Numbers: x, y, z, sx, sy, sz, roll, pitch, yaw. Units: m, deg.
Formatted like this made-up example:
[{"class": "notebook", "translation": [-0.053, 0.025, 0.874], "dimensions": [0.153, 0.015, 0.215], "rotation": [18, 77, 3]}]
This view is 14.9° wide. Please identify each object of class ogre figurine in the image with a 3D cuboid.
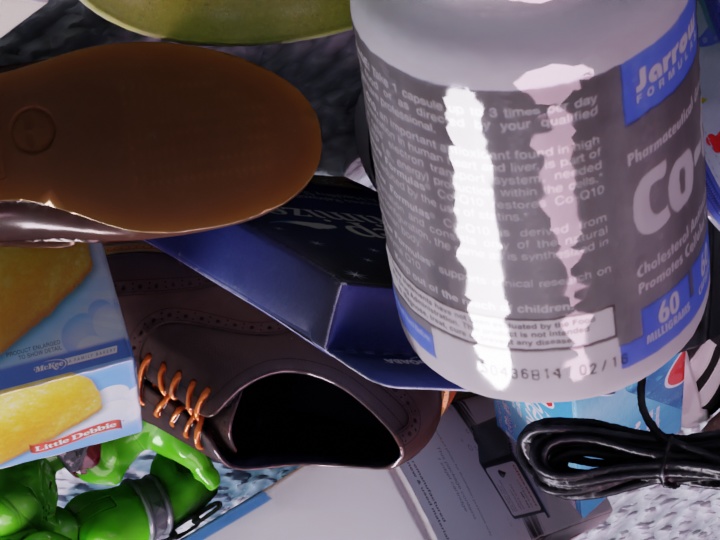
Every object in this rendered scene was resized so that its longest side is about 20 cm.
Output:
[{"class": "ogre figurine", "translation": [-0.136, 0.088, 1.237], "dimensions": [0.120, 0.098, 0.200], "rotation": [-35, 170, -5]}]

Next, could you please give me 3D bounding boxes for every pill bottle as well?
[{"class": "pill bottle", "translation": [0.057, -0.064, 0.914], "dimensions": [0.113, 0.114, 0.201], "rotation": [-15, 131, -6]}]

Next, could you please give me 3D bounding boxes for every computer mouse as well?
[{"class": "computer mouse", "translation": [0.137, -0.006, 1.079], "dimensions": [0.140, 0.201, 0.046], "rotation": [5, 162, 19]}]

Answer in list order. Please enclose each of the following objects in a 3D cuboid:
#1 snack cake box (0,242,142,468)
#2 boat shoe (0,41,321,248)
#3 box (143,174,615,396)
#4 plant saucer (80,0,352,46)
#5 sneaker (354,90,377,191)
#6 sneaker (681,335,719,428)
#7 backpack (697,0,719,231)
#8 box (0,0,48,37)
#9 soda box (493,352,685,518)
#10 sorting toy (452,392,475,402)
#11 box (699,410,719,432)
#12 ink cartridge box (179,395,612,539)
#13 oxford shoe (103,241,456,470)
[{"class": "snack cake box", "translation": [-0.193, 0.024, 1.047], "dimensions": [0.199, 0.115, 0.067], "rotation": [-15, 154, -8]}, {"class": "boat shoe", "translation": [-0.114, -0.044, 1.007], "dimensions": [0.199, 0.071, 0.070], "rotation": [0, 174, -1]}, {"class": "box", "translation": [0.000, 0.000, 1.063], "dimensions": [0.121, 0.200, 0.033], "rotation": [5, 107, -38]}, {"class": "plant saucer", "translation": [-0.013, -0.146, 0.931], "dimensions": [0.199, 0.031, 0.200], "rotation": [-15, 154, -7]}, {"class": "sneaker", "translation": [0.052, -0.049, 1.081], "dimensions": [0.070, 0.100, 0.200], "rotation": [-10, 154, -20]}, {"class": "sneaker", "translation": [0.186, 0.009, 1.302], "dimensions": [0.111, 0.073, 0.200], "rotation": [-20, 152, 6]}, {"class": "backpack", "translation": [0.195, -0.075, 1.007], "dimensions": [0.147, 0.201, 0.183], "rotation": [-35, 150, 30]}, {"class": "box", "translation": [-0.193, -0.081, 0.853], "dimensions": [0.095, 0.078, 0.200], "rotation": [5, 155, -41]}, {"class": "soda box", "translation": [0.101, 0.039, 1.227], "dimensions": [0.068, 0.064, 0.200], "rotation": [-40, 160, -10]}, {"class": "sorting toy", "translation": [0.020, 0.035, 1.274], "dimensions": [0.185, 0.037, 0.200], "rotation": [-23, 159, 10]}, {"class": "box", "translation": [0.307, 0.061, 1.319], "dimensions": [0.164, 0.166, 0.200], "rotation": [-32, 171, -49]}, {"class": "ink cartridge box", "translation": [0.014, 0.131, 1.353], "dimensions": [0.146, 0.086, 0.200], "rotation": [-32, 171, 25]}, {"class": "oxford shoe", "translation": [-0.064, 0.036, 1.094], "dimensions": [0.199, 0.073, 0.071], "rotation": [7, 120, 13]}]
